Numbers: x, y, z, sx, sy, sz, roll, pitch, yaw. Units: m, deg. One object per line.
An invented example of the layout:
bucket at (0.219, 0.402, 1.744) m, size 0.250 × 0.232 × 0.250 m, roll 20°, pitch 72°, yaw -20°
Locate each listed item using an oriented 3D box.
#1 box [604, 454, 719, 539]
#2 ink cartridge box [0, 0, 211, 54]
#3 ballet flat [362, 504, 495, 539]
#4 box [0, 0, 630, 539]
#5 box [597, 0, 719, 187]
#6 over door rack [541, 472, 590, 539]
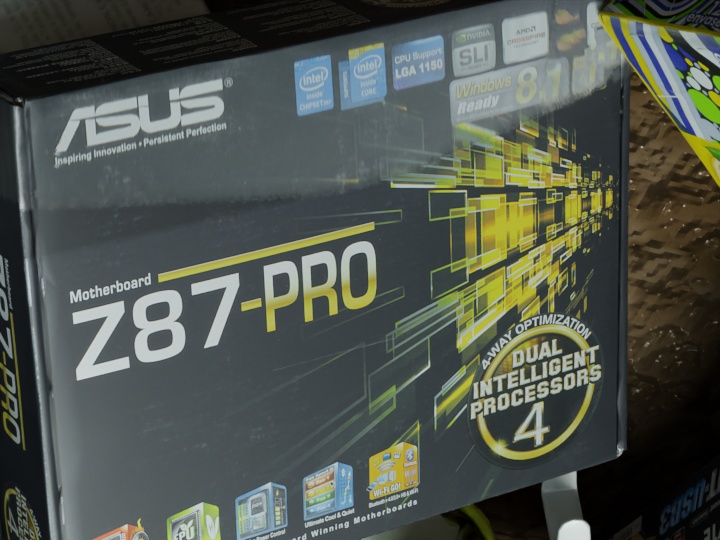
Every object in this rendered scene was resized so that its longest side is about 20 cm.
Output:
box at (0.202, 0.121, 0.975) m, size 0.199 × 0.050 × 0.199 m, roll 11°, pitch 156°, yaw -16°
ink cartridge box at (-0.143, -0.050, 0.729) m, size 0.200 × 0.047 × 0.160 m, roll -34°, pitch 114°, yaw -13°
ballet flat at (-0.035, 0.076, 0.937) m, size 0.199 × 0.067 × 0.067 m, roll 21°, pitch 87°, yaw -27°
box at (-0.013, 0.001, 0.756) m, size 0.199 × 0.049 × 0.162 m, roll -13°, pitch 114°, yaw -27°
box at (0.160, -0.023, 0.772) m, size 0.064 × 0.070 × 0.200 m, roll -46°, pitch 119°, yaw -13°
over door rack at (0.000, 0.000, 0.859) m, size 0.147 × 0.067 × 0.201 m, roll -3°, pitch 113°, yaw -2°
